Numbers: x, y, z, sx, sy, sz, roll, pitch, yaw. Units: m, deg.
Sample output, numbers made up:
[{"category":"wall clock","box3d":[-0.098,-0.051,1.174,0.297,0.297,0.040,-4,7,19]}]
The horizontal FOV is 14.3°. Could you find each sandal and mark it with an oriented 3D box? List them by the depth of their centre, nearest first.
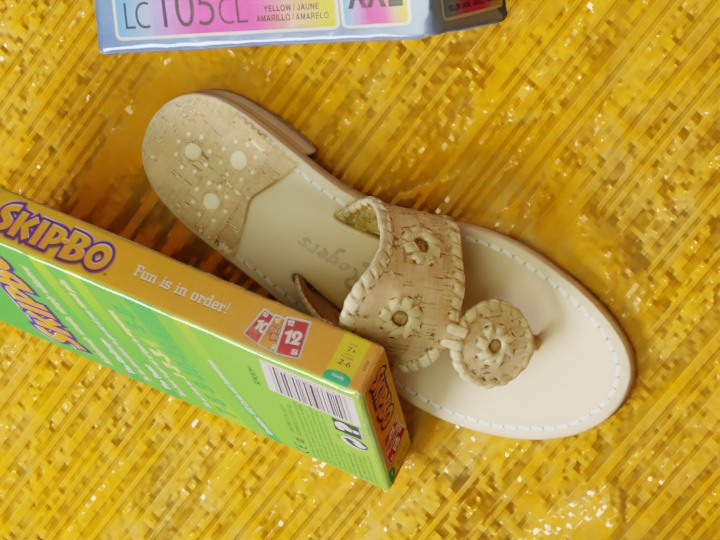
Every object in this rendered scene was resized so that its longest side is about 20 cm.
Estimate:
[{"category":"sandal","box3d":[-0.002,0.005,1.068,0.211,0.070,0.078,33,110,13]}]

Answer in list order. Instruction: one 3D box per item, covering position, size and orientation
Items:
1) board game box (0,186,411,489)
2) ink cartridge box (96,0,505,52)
[{"category":"board game box","box3d":[-0.078,0.020,1.093,0.200,0.096,0.030,20,69,16]},{"category":"ink cartridge box","box3d":[-0.029,-0.183,1.035,0.136,0.076,0.201,-1,98,22]}]
